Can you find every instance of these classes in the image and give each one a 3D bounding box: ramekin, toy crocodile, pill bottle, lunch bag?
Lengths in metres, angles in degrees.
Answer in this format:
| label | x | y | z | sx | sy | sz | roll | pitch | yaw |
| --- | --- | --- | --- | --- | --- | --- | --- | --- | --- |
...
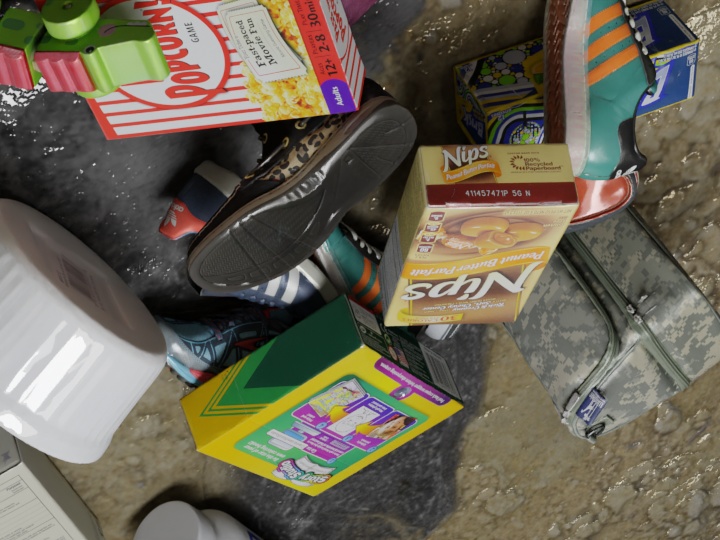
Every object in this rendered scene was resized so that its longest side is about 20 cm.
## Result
| label | x | y | z | sx | sy | sz | roll | pitch | yaw |
| --- | --- | --- | --- | --- | --- | --- | --- | --- | --- |
| ramekin | -0.237 | 0.039 | 1.103 | 0.098 | 0.201 | 0.200 | -45 | 135 | 6 |
| toy crocodile | -0.222 | -0.148 | 0.986 | 0.197 | 0.062 | 0.068 | 8 | 143 | 16 |
| pill bottle | -0.137 | 0.305 | 1.452 | 0.112 | 0.113 | 0.200 | -37 | 136 | 7 |
| lunch bag | 0.217 | 0.038 | 1.341 | 0.167 | 0.201 | 0.139 | -40 | 140 | 9 |

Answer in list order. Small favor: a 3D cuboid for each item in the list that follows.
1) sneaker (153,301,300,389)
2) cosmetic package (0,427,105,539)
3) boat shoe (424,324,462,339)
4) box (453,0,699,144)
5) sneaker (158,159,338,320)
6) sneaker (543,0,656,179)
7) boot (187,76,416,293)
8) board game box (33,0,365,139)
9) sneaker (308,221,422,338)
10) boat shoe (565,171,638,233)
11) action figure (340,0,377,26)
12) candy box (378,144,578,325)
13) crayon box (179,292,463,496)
| label | x | y | z | sx | sy | sz | roll | pitch | yaw |
| --- | --- | --- | --- | --- | --- | --- | --- | --- | --- |
| sneaker | -0.102 | 0.052 | 1.283 | 0.199 | 0.079 | 0.096 | 14 | 113 | -47 |
| cosmetic package | -0.308 | 0.223 | 1.314 | 0.103 | 0.073 | 0.201 | -27 | 136 | -4 |
| boat shoe | 0.125 | -0.010 | 1.309 | 0.056 | 0.069 | 0.201 | 31 | 114 | -3 |
| box | 0.182 | -0.159 | 1.240 | 0.198 | 0.070 | 0.065 | -20 | 138 | -11 |
| sneaker | -0.091 | 0.004 | 1.213 | 0.085 | 0.075 | 0.200 | -47 | 120 | -10 |
| sneaker | 0.191 | -0.170 | 1.158 | 0.079 | 0.071 | 0.203 | 5 | 84 | -12 |
| boot | -0.065 | -0.090 | 1.109 | 0.200 | 0.151 | 0.073 | -42 | 136 | 10 |
| board game box | -0.111 | -0.169 | 1.025 | 0.197 | 0.047 | 0.152 | -5 | 138 | 17 |
| sneaker | 0.000 | 0.000 | 1.293 | 0.080 | 0.071 | 0.201 | -41 | 135 | -12 |
| boat shoe | 0.134 | -0.058 | 1.230 | 0.197 | 0.063 | 0.072 | -6 | 105 | 8 |
| action figure | 0.032 | -0.257 | 1.076 | 0.199 | 0.134 | 0.150 | -35 | 95 | -13 |
| candy box | 0.086 | -0.024 | 1.145 | 0.114 | 0.056 | 0.201 | -1 | 153 | -9 |
| crayon box | -0.029 | 0.113 | 1.271 | 0.171 | 0.059 | 0.200 | -31 | 149 | 15 |
